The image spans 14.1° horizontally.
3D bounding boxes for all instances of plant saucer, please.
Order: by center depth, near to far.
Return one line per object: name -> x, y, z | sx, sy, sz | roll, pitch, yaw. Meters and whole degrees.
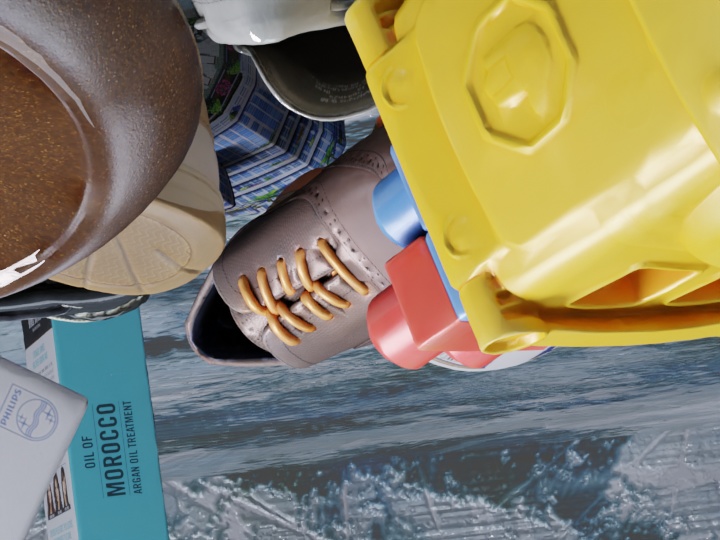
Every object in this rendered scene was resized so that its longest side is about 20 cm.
plant saucer -> -0.142, -0.041, 0.772 | 0.200, 0.032, 0.200 | 1, 147, 1

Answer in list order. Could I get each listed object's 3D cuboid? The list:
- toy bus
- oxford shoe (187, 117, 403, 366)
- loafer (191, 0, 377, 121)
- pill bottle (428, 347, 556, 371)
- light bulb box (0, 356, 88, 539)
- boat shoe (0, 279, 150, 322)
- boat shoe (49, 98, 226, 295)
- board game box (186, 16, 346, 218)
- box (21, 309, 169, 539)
toy bus -> 0.093, -0.038, 0.762 | 0.200, 0.136, 0.192 | -2, 150, -45
oxford shoe -> 0.000, 0.000, 0.935 | 0.073, 0.071, 0.200 | -38, -177, -22
loafer -> -0.011, -0.075, 0.818 | 0.070, 0.070, 0.200 | -9, 172, 14
pill bottle -> 0.058, -0.029, 1.059 | 0.111, 0.111, 0.200 | -6, 172, -9
light bulb box -> -0.220, 0.060, 1.047 | 0.200, 0.125, 0.198 | 26, 172, -9
boat shoe -> -0.151, -0.024, 0.892 | 0.199, 0.075, 0.066 | 21, 178, -20
boat shoe -> -0.129, -0.055, 0.840 | 0.200, 0.069, 0.074 | 23, 141, -29
board game box -> -0.120, -0.037, 1.018 | 0.200, 0.062, 0.200 | -9, 173, 12
box -> -0.136, 0.107, 1.522 | 0.049, 0.201, 0.082 | -5, 172, -18
